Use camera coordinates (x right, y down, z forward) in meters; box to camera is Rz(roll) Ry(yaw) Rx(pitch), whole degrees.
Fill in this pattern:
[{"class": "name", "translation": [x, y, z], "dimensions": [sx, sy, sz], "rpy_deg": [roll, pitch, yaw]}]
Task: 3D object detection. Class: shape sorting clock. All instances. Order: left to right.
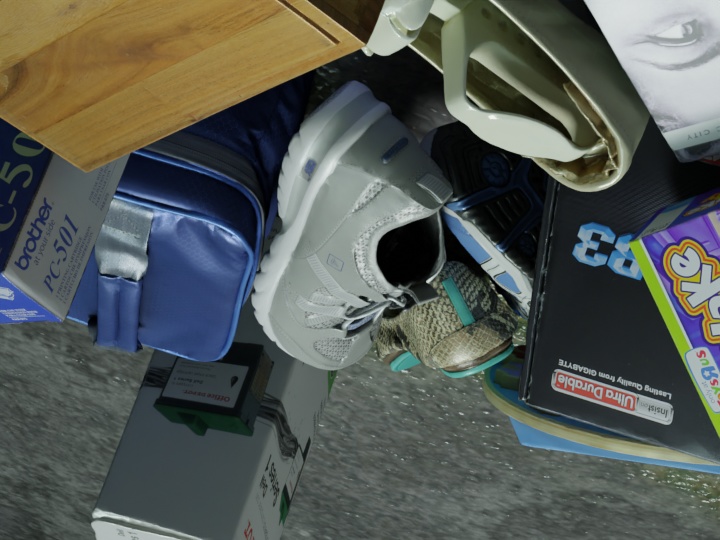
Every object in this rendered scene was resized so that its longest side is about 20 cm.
[{"class": "shape sorting clock", "translation": [0.163, 0.064, 1.121], "dimensions": [0.199, 0.039, 0.200], "rpy_deg": [1, -169, 0]}]

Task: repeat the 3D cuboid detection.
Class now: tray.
[{"class": "tray", "translation": [-0.088, -0.096, 0.808], "dimensions": [0.098, 0.037, 0.200], "rpy_deg": [34, 152, -26]}]

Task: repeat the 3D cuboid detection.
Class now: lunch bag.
[{"class": "lunch bag", "translation": [-0.111, -0.036, 1.096], "dimensions": [0.135, 0.133, 0.200], "rpy_deg": [18, 154, 0]}]

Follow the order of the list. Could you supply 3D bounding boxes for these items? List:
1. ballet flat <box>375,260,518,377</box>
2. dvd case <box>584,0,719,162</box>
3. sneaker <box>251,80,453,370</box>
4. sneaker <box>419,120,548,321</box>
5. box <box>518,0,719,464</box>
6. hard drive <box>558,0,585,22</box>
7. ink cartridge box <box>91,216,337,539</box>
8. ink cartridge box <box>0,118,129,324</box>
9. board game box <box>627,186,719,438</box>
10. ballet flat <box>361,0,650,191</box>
[{"class": "ballet flat", "translation": [0.038, 0.015, 1.157], "dimensions": [0.076, 0.068, 0.200], "rpy_deg": [64, 173, -2]}, {"class": "dvd case", "translation": [0.142, -0.126, 0.764], "dimensions": [0.148, 0.016, 0.200], "rpy_deg": [-15, 133, 27]}, {"class": "sneaker", "translation": [0.000, 0.000, 1.035], "dimensions": [0.082, 0.075, 0.200], "rpy_deg": [40, 156, 18]}, {"class": "sneaker", "translation": [0.088, -0.007, 1.087], "dimensions": [0.077, 0.076, 0.200], "rpy_deg": [-9, 144, 43]}, {"class": "box", "translation": [0.174, -0.012, 0.891], "dimensions": [0.199, 0.050, 0.199], "rpy_deg": [18, 114, 23]}, {"class": "hard drive", "translation": [-0.018, -0.142, 0.857], "dimensions": [0.199, 0.027, 0.132], "rpy_deg": [9, 150, 21]}, {"class": "ink cartridge box", "translation": [-0.075, 0.086, 1.235], "dimensions": [0.084, 0.201, 0.146], "rpy_deg": [14, 155, 9]}, {"class": "ink cartridge box", "translation": [-0.143, -0.071, 0.965], "dimensions": [0.094, 0.201, 0.044], "rpy_deg": [-4, 147, 38]}, {"class": "board game box", "translation": [0.209, 0.049, 0.840], "dimensions": [0.134, 0.045, 0.201], "rpy_deg": [-22, 98, 32]}, {"class": "ballet flat", "translation": [0.034, -0.096, 0.808], "dimensions": [0.200, 0.070, 0.069], "rpy_deg": [35, 150, -26]}]
